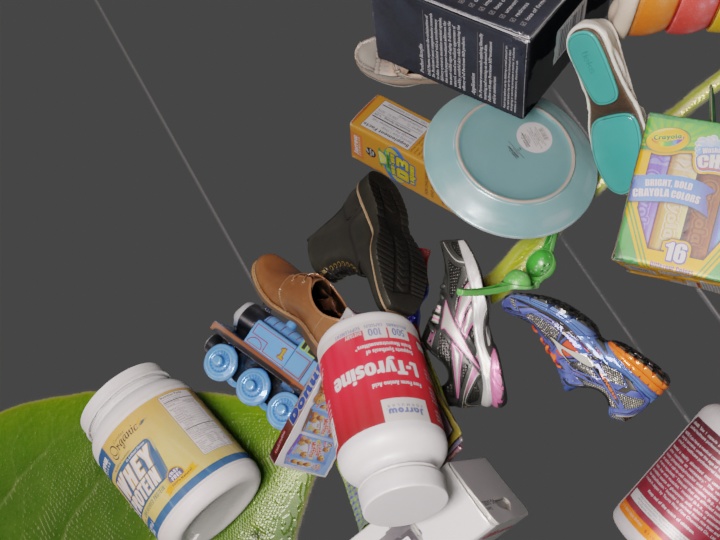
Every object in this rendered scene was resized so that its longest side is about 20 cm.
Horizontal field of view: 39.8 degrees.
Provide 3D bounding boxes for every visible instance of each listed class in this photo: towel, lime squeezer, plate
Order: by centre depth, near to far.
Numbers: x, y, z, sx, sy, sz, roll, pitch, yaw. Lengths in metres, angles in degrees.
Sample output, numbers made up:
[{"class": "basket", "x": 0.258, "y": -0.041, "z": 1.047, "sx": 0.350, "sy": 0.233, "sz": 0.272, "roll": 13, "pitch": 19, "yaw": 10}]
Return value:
[{"class": "lime squeezer", "x": 0.184, "y": -0.006, "z": 1.102, "sx": 0.038, "sy": 0.071, "sz": 0.200, "roll": 31, "pitch": 57, "yaw": 34}, {"class": "plate", "x": 0.169, "y": -0.128, "z": 1.102, "sx": 0.200, "sy": 0.026, "sz": 0.200, "roll": 3, "pitch": 63, "yaw": -6}, {"class": "towel", "x": 0.033, "y": 0.187, "z": 1.115, "sx": 0.200, "sy": 0.023, "sz": 0.144, "roll": -50, "pitch": 45, "yaw": 31}]

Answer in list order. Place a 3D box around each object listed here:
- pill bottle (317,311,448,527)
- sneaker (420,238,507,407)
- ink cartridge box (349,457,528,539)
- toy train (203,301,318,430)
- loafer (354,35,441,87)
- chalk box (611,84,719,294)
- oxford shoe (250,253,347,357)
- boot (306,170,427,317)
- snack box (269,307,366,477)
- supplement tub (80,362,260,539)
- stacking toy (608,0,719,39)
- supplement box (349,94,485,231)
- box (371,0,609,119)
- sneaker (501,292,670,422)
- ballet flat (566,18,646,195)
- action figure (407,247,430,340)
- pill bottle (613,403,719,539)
[{"class": "pill bottle", "x": 0.025, "y": 0.150, "z": 1.012, "sx": 0.112, "sy": 0.112, "sz": 0.200, "roll": -28, "pitch": 49, "yaw": 17}, {"class": "sneaker", "x": 0.106, "y": 0.061, "z": 1.124, "sx": 0.086, "sy": 0.080, "sz": 0.200, "roll": -11, "pitch": 77, "yaw": 8}, {"class": "ink cartridge box", "x": 0.068, "y": 0.293, "z": 1.081, "sx": 0.200, "sy": 0.145, "sz": 0.083, "roll": -41, "pitch": 69, "yaw": 13}, {"class": "toy train", "x": -0.099, "y": 0.118, "z": 1.211, "sx": 0.200, "sy": 0.087, "sz": 0.114, "roll": 34, "pitch": 87, "yaw": 24}, {"class": "loafer", "x": 0.079, "y": -0.256, "z": 1.195, "sx": 0.200, "sy": 0.063, "sz": 0.072, "roll": 14, "pitch": 89, "yaw": 23}, {"class": "chalk box", "x": 0.351, "y": -0.087, "z": 1.027, "sx": 0.124, "sy": 0.125, "sz": 0.200, "roll": 15, "pitch": 90, "yaw": 24}, {"class": "oxford shoe", "x": -0.064, "y": 0.026, "z": 1.191, "sx": 0.200, "sy": 0.071, "sz": 0.071, "roll": 40, "pitch": 133, "yaw": 39}, {"class": "boot", "x": 0.000, "y": 0.000, "z": 1.158, "sx": 0.138, "sy": 0.077, "sz": 0.200, "roll": -41, "pitch": 38, "yaw": 32}, {"class": "snack box", "x": -0.028, "y": 0.141, "z": 1.131, "sx": 0.200, "sy": 0.072, "sz": 0.024, "roll": -62, "pitch": 30, "yaw": 12}, {"class": "supplement tub", "x": -0.234, "y": 0.225, "z": 1.215, "sx": 0.200, "sy": 0.145, "sz": 0.145, "roll": 44, "pitch": 100, "yaw": 21}, {"class": "stacking toy", "x": 0.377, "y": -0.304, "z": 1.061, "sx": 0.200, "sy": 0.146, "sz": 0.146, "roll": 13, "pitch": 88, "yaw": 7}, {"class": "supplement box", "x": 0.083, "y": -0.128, "z": 1.164, "sx": 0.200, "sy": 0.067, "sz": 0.069, "roll": 33, "pitch": 63, "yaw": 24}, {"class": "box", "x": 0.148, "y": -0.303, "z": 1.099, "sx": 0.196, "sy": 0.124, "sz": 0.200, "roll": 29, "pitch": 63, "yaw": 22}, {"class": "sneaker", "x": 0.232, "y": 0.090, "z": 1.082, "sx": 0.200, "sy": 0.075, "sz": 0.079, "roll": 37, "pitch": 101, "yaw": 24}, {"class": "ballet flat", "x": 0.280, "y": -0.182, "z": 1.086, "sx": 0.069, "sy": 0.069, "sz": 0.200, "roll": -14, "pitch": 112, "yaw": 20}, {"class": "action figure", "x": 0.049, "y": 0.074, "z": 1.169, "sx": 0.065, "sy": 0.052, "sz": 0.200, "roll": -2, "pitch": 84, "yaw": 35}, {"class": "pill bottle", "x": 0.356, "y": 0.209, "z": 0.991, "sx": 0.113, "sy": 0.113, "sz": 0.200, "roll": 42, "pitch": 100, "yaw": 22}]
